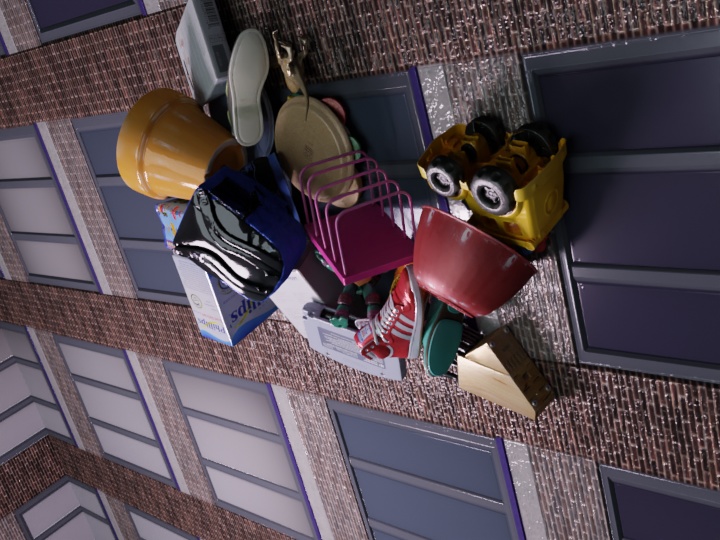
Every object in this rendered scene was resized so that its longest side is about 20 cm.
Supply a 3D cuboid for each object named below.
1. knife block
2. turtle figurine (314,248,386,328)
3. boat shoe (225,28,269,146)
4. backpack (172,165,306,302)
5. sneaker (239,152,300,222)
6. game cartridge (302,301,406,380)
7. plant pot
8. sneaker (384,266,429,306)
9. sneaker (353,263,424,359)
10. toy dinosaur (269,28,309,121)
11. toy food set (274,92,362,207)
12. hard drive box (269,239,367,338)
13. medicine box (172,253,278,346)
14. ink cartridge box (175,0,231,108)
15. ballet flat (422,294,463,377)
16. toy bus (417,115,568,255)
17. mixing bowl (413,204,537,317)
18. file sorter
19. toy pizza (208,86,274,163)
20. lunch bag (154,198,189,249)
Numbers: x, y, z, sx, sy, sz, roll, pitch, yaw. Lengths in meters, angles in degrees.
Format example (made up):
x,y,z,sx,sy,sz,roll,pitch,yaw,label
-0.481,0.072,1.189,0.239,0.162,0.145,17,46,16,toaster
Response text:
x,y,z,sx,sy,sz,roll,pitch,yaw,label
0.208,0.177,1.450,0.201,0.064,0.175,54,141,4,knife block
0.000,0.000,1.499,0.147,0.204,0.101,-7,155,20,turtle figurine
-0.202,-0.324,1.486,0.060,0.071,0.205,-131,39,-52,boat shoe
-0.189,-0.065,1.459,0.199,0.168,0.163,37,134,4,backpack
-0.165,-0.129,1.585,0.071,0.077,0.202,-113,4,-46,sneaker
-0.009,0.132,1.551,0.197,0.042,0.134,18,151,21,game cartridge
-0.315,-0.213,1.573,0.181,0.200,0.203,23,131,24,plant pot
0.080,0.048,1.489,0.072,0.077,0.203,28,131,32,sneaker
0.044,0.075,1.381,0.072,0.110,0.202,-100,6,-46,sneaker
-0.112,-0.343,1.443,0.201,0.057,0.102,52,149,39,toy dinosaur
-0.076,-0.215,1.498,0.198,0.048,0.201,27,132,33,toy food set
-0.095,0.040,1.610,0.154,0.077,0.201,1,138,45,hard drive box
-0.255,0.014,1.716,0.102,0.182,0.203,13,131,39,medicine box
-0.291,-0.399,1.591,0.200,0.047,0.163,-25,83,69,ink cartridge box
0.137,0.074,1.407,0.070,0.066,0.204,14,89,61,ballet flat
0.201,-0.107,1.236,0.198,0.136,0.194,19,144,39,toy bus
0.152,-0.001,1.270,0.198,0.110,0.200,30,178,1,mixing bowl
-0.006,-0.095,1.368,0.200,0.137,0.127,-129,25,-54,file sorter
-0.219,-0.297,1.601,0.198,0.031,0.204,26,128,39,toy pizza
-0.269,-0.109,1.648,0.149,0.198,0.096,15,124,44,lunch bag
